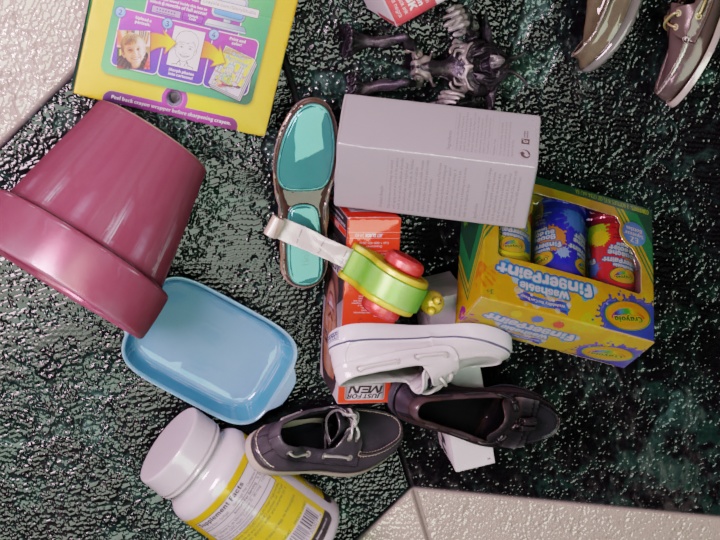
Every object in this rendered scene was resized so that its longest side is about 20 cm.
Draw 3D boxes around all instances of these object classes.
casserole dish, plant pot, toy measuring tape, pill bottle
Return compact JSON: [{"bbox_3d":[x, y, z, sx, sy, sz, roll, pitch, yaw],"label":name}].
[{"bbox_3d":[-0.161,0.082,1.603,0.199,0.039,0.122,30,98,-17],"label":"casserole dish"},{"bbox_3d":[-0.251,-0.058,1.477,0.200,0.200,0.180,35,81,-18],"label":"plant pot"},{"bbox_3d":[0.000,0.000,1.488,0.199,0.074,0.074,25,99,-19],"label":"toy measuring tape"},{"bbox_3d":[-0.130,0.242,1.614,0.200,0.114,0.114,39,95,-18],"label":"pill bottle"}]

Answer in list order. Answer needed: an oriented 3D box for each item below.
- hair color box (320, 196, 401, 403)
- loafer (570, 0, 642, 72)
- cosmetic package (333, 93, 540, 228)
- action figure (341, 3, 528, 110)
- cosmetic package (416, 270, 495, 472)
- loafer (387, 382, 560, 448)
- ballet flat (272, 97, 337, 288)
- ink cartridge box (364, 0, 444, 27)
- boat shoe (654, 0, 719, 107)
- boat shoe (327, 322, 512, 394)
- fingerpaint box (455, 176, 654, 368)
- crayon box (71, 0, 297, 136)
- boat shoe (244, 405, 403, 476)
[{"bbox_3d":[-0.002,0.030,1.587,0.061,0.102,0.201,-1,105,-13],"label":"hair color box"},{"bbox_3d":[0.264,-0.305,1.569,0.069,0.075,0.201,24,95,-5],"label":"loafer"},{"bbox_3d":[0.076,-0.109,1.512,0.198,0.072,0.102,7,144,2],"label":"cosmetic package"},{"bbox_3d":[0.084,-0.209,1.539,0.198,0.102,0.120,-3,94,-9],"label":"action figure"},{"bbox_3d":[0.100,0.110,1.640,0.050,0.083,0.201,-13,107,-8],"label":"cosmetic package"},{"bbox_3d":[0.126,0.155,1.579,0.199,0.063,0.072,12,100,-22],"label":"loafer"},{"bbox_3d":[-0.061,-0.084,1.561,0.068,0.067,0.201,5,104,-7],"label":"ballet flat"},{"bbox_3d":[0.090,-0.332,1.481,0.199,0.144,0.084,-30,110,-1],"label":"ink cartridge box"},{"bbox_3d":[0.356,-0.273,1.592,0.059,0.072,0.201,25,96,-10],"label":"boat shoe"},{"bbox_3d":[0.063,0.094,1.526,0.199,0.074,0.066,0,66,-16],"label":"boat shoe"},{"bbox_3d":[0.208,-0.005,1.586,0.199,0.073,0.168,15,58,-14],"label":"fingerpaint box"},{"bbox_3d":[-0.173,-0.242,1.500,0.199,0.058,0.174,12,102,-14],"label":"crayon box"},{"bbox_3d":[-0.025,0.179,1.606,0.199,0.063,0.073,-3,66,-36],"label":"boat shoe"}]
